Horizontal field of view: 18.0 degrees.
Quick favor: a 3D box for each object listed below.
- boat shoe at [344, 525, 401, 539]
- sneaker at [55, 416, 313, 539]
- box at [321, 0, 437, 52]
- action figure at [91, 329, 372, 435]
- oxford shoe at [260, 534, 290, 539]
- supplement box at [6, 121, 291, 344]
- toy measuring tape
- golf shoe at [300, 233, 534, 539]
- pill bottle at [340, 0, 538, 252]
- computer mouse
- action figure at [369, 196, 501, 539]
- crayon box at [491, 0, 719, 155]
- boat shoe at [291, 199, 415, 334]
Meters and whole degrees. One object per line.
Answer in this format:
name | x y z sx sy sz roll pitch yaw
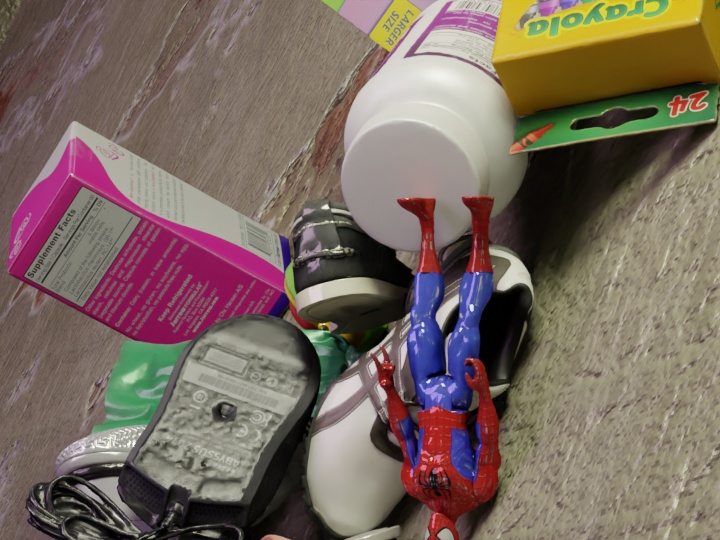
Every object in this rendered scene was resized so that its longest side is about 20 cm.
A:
boat shoe | -0.045 0.212 1.340 0.200 0.074 0.061 -33 73 27
sneaker | -0.085 0.155 1.400 0.075 0.199 0.115 -44 54 53
box | 0.061 -0.260 1.619 0.176 0.097 0.200 -53 2 20
action figure | -0.072 0.080 1.489 0.199 0.055 0.119 -11 48 19
oxford shoe | -0.036 0.250 1.260 0.071 0.073 0.201 -150 71 -68
supplement box | -0.162 -0.012 1.754 0.104 0.199 0.101 -53 19 19
toy measuring tape | -0.018 -0.010 1.584 0.074 0.073 0.200 -51 21 26
golf shoe | 0.033 0.073 1.319 0.201 0.078 0.094 -61 19 2
pill bottle | 0.054 -0.088 1.371 0.112 0.112 0.200 -49 4 30
computer mouse | -0.093 0.109 1.339 0.200 0.138 0.053 -56 -21 -35
action figure | 0.045 0.060 1.253 0.065 0.052 0.201 -1 90 24
crayon box | 0.149 -0.160 1.315 0.126 0.051 0.201 -9 45 22
boat shoe | 0.000 0.000 1.414 0.071 0.068 0.200 -18 -12 9
